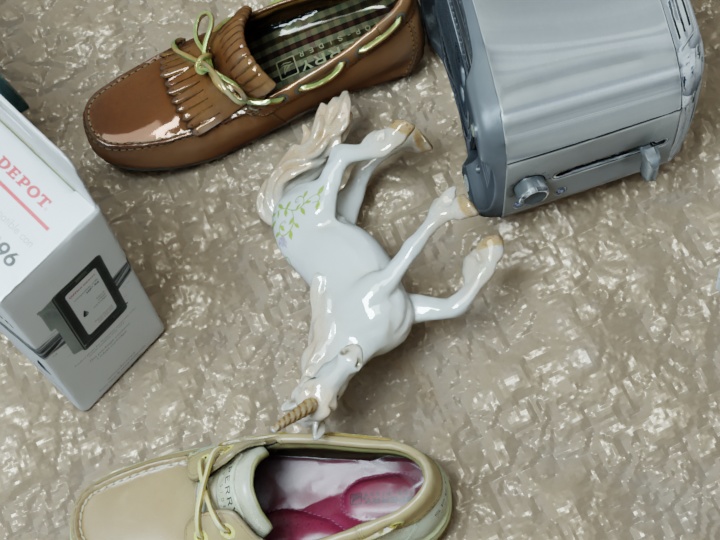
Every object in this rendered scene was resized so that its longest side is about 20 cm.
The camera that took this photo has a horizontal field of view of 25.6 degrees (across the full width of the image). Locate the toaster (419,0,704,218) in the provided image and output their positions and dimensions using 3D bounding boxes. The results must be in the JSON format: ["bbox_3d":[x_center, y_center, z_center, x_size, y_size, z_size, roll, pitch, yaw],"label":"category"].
[{"bbox_3d":[0.104,-0.132,0.862,0.127,0.114,0.202,-11,64,-4],"label":"toaster"}]

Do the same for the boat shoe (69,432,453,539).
[{"bbox_3d":[-0.053,0.112,0.794,0.197,0.067,0.075,-9,66,1],"label":"boat shoe"}]

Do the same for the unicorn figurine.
[{"bbox_3d":[0.000,0.000,0.826,0.137,0.074,0.201,-39,37,6],"label":"unicorn figurine"}]

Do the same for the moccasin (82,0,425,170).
[{"bbox_3d":[-0.060,-0.113,0.882,0.199,0.078,0.074,-15,66,3],"label":"moccasin"}]

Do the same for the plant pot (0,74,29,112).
[{"bbox_3d":[-0.315,-0.086,0.844,0.200,0.200,0.196,39,83,19],"label":"plant pot"}]

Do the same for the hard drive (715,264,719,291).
[{"bbox_3d":[0.277,-0.069,0.864,0.130,0.026,0.202,12,69,10],"label":"hard drive"}]

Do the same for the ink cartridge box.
[{"bbox_3d":[-0.175,-0.019,0.788,0.116,0.200,0.068,40,75,19],"label":"ink cartridge box"}]
